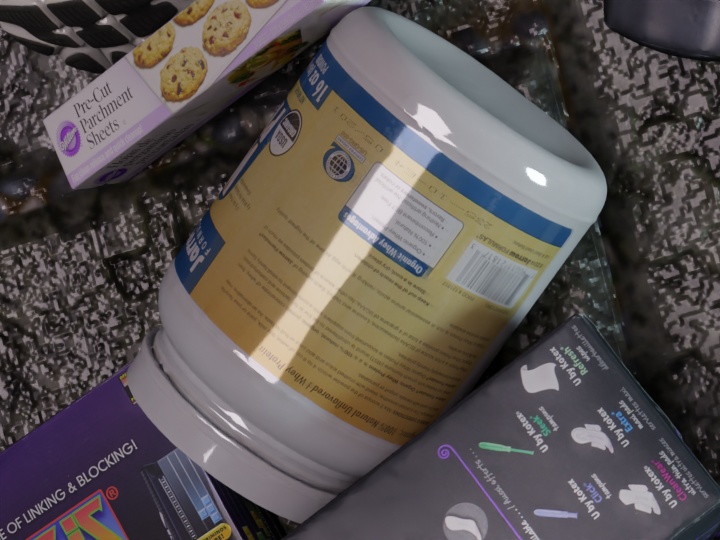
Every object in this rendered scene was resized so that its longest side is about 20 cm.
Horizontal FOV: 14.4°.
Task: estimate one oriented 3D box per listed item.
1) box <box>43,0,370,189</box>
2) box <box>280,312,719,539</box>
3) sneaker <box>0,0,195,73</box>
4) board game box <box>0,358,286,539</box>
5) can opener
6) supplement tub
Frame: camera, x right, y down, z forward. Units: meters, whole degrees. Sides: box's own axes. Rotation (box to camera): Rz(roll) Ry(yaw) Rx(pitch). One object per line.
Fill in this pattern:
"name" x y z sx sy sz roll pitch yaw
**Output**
"box" -0.072 -0.098 1.322 0.200 0.039 0.042 -31 77 42
"box" 0.052 0.126 1.240 0.200 0.122 0.106 -37 76 -1
"sneaker" -0.085 -0.153 1.361 0.199 0.081 0.084 -15 60 20
"board game box" -0.131 0.161 1.373 0.200 0.057 0.166 -35 79 17
"can opener" 0.091 -0.155 1.284 0.199 0.063 0.079 21 97 20
"supplement tub" 0.000 0.000 1.275 0.145 0.145 0.200 39 103 17
